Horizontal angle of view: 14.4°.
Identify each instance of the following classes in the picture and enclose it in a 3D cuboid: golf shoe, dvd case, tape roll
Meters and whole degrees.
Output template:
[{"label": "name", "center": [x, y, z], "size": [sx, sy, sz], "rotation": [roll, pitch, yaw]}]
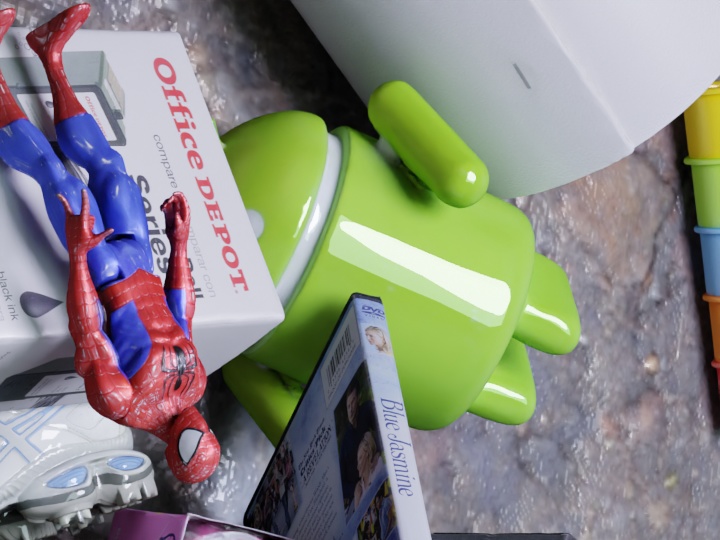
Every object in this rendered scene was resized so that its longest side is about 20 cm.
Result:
[{"label": "golf shoe", "center": [-0.181, 0.077, 1.200], "size": [0.200, 0.078, 0.097], "rotation": [-12, 79, -51]}, {"label": "dvd case", "center": [-0.010, 0.124, 1.211], "size": [0.018, 0.143, 0.200], "rotation": [13, 36, -19]}, {"label": "tape roll", "center": [0.074, -0.150, 1.367], "size": [0.139, 0.203, 0.203], "rotation": [53, 53, -31]}]

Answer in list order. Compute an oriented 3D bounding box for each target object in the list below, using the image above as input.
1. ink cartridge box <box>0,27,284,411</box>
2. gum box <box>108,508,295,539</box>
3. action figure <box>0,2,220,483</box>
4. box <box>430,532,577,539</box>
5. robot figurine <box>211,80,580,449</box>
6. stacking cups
[{"label": "ink cartridge box", "center": [-0.147, -0.022, 1.183], "size": [0.200, 0.084, 0.146], "rotation": [-4, 67, -46]}, {"label": "gum box", "center": [-0.084, 0.206, 1.225], "size": [0.066, 0.113, 0.200], "rotation": [15, 83, -18]}, {"label": "action figure", "center": [-0.098, -0.010, 1.124], "size": [0.065, 0.052, 0.200], "rotation": [-8, 75, -52]}, {"label": "box", "center": [0.010, 0.196, 1.283], "size": [0.048, 0.200, 0.158], "rotation": [40, 60, -33]}, {"label": "robot figurine", "center": [0.000, 0.000, 1.318], "size": [0.200, 0.175, 0.116], "rotation": [24, 25, -15]}, {"label": "stacking cups", "center": [0.218, -0.007, 1.609], "size": [0.060, 0.060, 0.200], "rotation": [-12, 97, -46]}]
